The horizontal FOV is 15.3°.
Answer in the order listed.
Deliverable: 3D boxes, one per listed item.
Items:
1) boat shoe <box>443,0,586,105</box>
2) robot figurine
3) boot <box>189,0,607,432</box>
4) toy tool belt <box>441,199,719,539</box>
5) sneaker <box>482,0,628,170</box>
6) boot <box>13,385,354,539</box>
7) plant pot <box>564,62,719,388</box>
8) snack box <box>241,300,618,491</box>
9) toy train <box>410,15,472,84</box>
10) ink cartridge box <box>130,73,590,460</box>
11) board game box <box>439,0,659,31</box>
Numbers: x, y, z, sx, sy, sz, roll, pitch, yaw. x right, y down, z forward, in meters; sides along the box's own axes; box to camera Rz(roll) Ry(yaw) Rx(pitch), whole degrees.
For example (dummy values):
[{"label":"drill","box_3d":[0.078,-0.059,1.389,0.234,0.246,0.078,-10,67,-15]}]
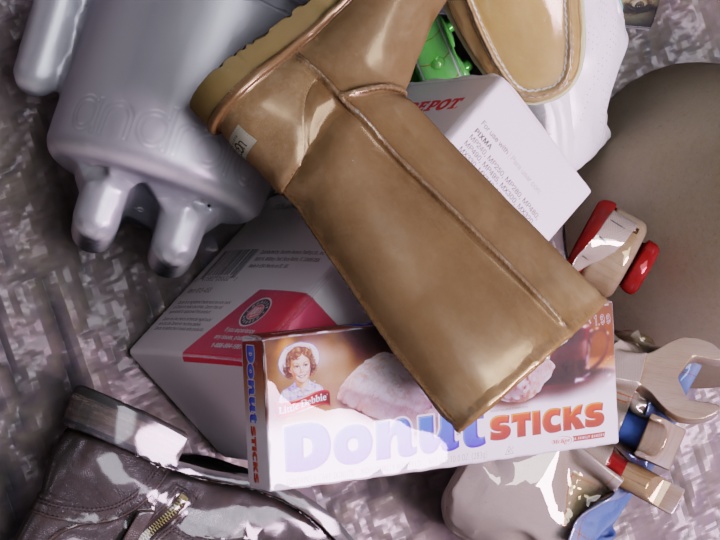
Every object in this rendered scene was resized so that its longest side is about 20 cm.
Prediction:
[{"label":"boat shoe","box_3d":[0.064,-0.176,1.321,0.072,0.076,0.200,-20,98,0]},{"label":"robot figurine","box_3d":[-0.084,-0.099,1.325,0.169,0.113,0.200,18,81,-8]},{"label":"boot","box_3d":[0.042,-0.050,1.258,0.175,0.066,0.200,-40,83,-16]},{"label":"toy tool belt","box_3d":[0.135,0.077,1.421,0.123,0.125,0.200,28,91,3]},{"label":"sneaker","box_3d":[0.110,-0.146,1.424,0.088,0.075,0.200,-23,128,-39]},{"label":"boot","box_3d":[-0.111,0.169,1.343,0.200,0.069,0.174,29,81,-20]},{"label":"plant pot","box_3d":[0.243,-0.028,1.449,0.187,0.200,0.188,1,89,-28]},{"label":"snack box","box_3d":[0.036,0.058,1.275,0.200,0.024,0.072,-5,95,-31]},{"label":"toy train","box_3d":[0.019,-0.147,1.376,0.042,0.056,0.200,-29,129,-2]},{"label":"ink cartridge box","box_3d":[0.000,0.000,1.350,0.200,0.145,0.084,-49,112,-20]},{"label":"board game box","box_3d":[0.086,-0.199,1.430,0.200,0.028,0.135,1,120,-27]}]
